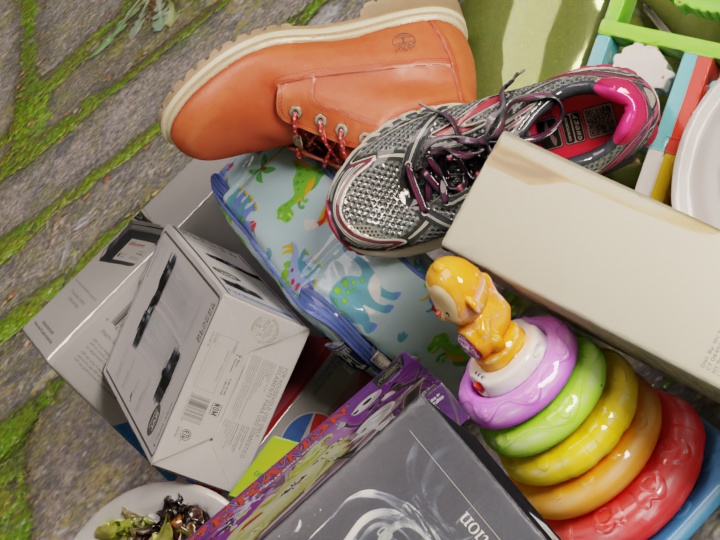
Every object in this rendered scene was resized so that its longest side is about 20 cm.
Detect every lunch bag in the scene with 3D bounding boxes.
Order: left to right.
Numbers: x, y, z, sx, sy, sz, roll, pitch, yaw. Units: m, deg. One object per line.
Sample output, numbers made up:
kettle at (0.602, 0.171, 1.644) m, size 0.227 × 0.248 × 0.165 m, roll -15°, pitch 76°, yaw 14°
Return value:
lunch bag at (0.000, 0.000, 1.235) m, size 0.083 × 0.161 × 0.200 m, roll -47°, pitch 45°, yaw 5°

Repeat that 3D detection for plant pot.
plant pot at (0.124, -0.097, 1.235) m, size 0.199 × 0.200 × 0.191 m, roll -7°, pitch 56°, yaw 48°

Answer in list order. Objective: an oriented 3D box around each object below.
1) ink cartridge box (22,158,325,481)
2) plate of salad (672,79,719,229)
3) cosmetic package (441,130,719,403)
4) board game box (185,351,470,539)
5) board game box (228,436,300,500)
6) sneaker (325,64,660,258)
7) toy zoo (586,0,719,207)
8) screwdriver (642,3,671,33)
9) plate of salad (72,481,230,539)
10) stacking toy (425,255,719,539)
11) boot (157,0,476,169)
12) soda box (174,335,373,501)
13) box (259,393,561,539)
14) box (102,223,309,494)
ink cartridge box at (-0.117, 0.029, 1.386) m, size 0.200 × 0.145 × 0.084 m, roll -45°, pitch 27°, yaw -6°
plate of salad at (0.267, -0.045, 1.033) m, size 0.198 × 0.048 × 0.202 m, roll -8°, pitch 63°, yaw 17°
cosmetic package at (0.151, 0.009, 0.974) m, size 0.199 × 0.105 × 0.071 m, roll 29°, pitch 89°, yaw 35°
board game box at (-0.035, 0.123, 1.014) m, size 0.200 × 0.032 × 0.120 m, roll -41°, pitch 5°, yaw -3°
board game box at (0.020, 0.155, 1.076) m, size 0.048 × 0.102 × 0.199 m, roll -51°, pitch 29°, yaw -20°
sneaker at (0.070, -0.068, 1.086) m, size 0.199 × 0.081 × 0.075 m, roll -24°, pitch 0°, yaw 10°
toy zoo at (0.180, -0.072, 1.114) m, size 0.130 × 0.020 × 0.201 m, roll 16°, pitch 83°, yaw 28°
screwdriver at (0.223, -0.085, 1.129) m, size 0.028 × 0.029 × 0.201 m, roll -40°, pitch 58°, yaw 13°
plate of salad at (-0.126, 0.224, 1.140) m, size 0.199 × 0.048 × 0.202 m, roll -10°, pitch 74°, yaw 35°
stacking toy at (0.096, 0.064, 0.997) m, size 0.110 × 0.200 × 0.116 m, roll -44°, pitch 28°, yaw -2°
boot at (-0.023, -0.093, 1.166) m, size 0.198 × 0.075 × 0.108 m, roll -17°, pitch 60°, yaw 4°
soda box at (-0.068, 0.137, 1.248) m, size 0.200 × 0.070 × 0.063 m, roll -52°, pitch 29°, yaw -18°
box at (0.034, 0.197, 0.892) m, size 0.182 × 0.104 × 0.200 m, roll -43°, pitch 67°, yaw 2°
box at (-0.103, 0.052, 1.236) m, size 0.117 × 0.060 × 0.200 m, roll -66°, pitch 20°, yaw 5°
